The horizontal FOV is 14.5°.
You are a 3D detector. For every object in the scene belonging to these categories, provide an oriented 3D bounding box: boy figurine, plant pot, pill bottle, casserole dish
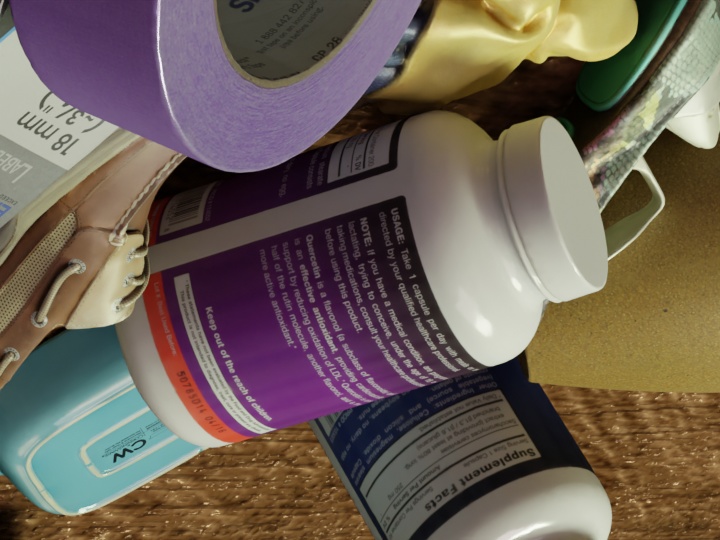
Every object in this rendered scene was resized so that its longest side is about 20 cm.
[{"bbox_3d":[0.035,-0.109,1.183,0.200,0.065,0.124,-15,158,-29],"label":"boy figurine"},{"bbox_3d":[0.165,-0.014,1.362,0.200,0.187,0.186,-16,150,-1],"label":"plant pot"},{"bbox_3d":[0.055,0.107,1.396,0.111,0.200,0.111,-23,150,-14],"label":"pill bottle"},{"bbox_3d":[-0.095,0.055,1.345,0.200,0.039,0.121,-29,150,-3],"label":"casserole dish"},{"bbox_3d":[0.000,0.000,1.215,0.200,0.113,0.112,-17,155,19],"label":"pill bottle"}]

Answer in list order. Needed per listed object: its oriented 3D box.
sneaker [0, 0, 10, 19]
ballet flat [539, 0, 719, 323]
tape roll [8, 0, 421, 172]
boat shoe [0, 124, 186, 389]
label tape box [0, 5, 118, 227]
[{"bbox_3d":[-0.185,-0.095,0.943,0.200,0.121,0.084,-39,150,15],"label":"sneaker"},{"bbox_3d":[0.116,-0.058,1.274,0.071,0.069,0.200,34,100,-20],"label":"ballet flat"},{"bbox_3d":[-0.036,-0.138,0.978,0.200,0.066,0.200,-44,146,-40],"label":"tape roll"},{"bbox_3d":[-0.118,-0.014,1.159,0.200,0.076,0.072,-38,108,27],"label":"boat shoe"},{"bbox_3d":[-0.162,-0.075,1.053,0.200,0.063,0.144,-39,150,12],"label":"label tape box"}]
